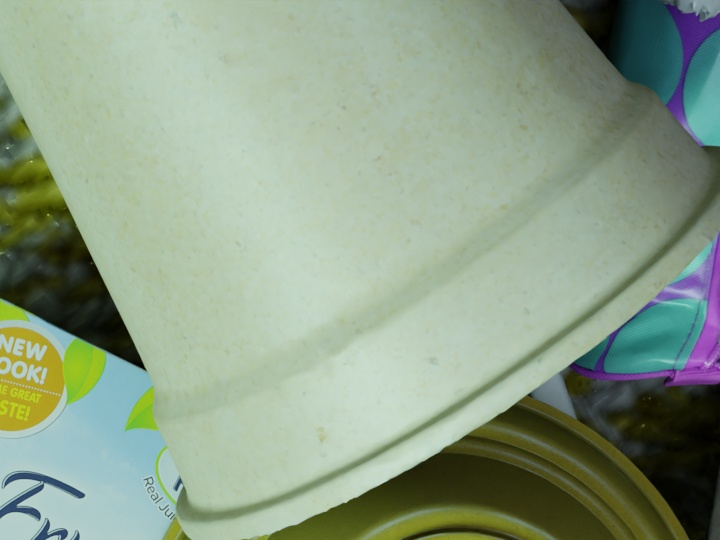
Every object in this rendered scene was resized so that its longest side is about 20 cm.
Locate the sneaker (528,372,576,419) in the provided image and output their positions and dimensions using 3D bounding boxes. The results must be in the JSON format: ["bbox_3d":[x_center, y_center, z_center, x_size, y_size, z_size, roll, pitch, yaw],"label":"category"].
[{"bbox_3d":[0.000,0.000,0.828,0.099,0.071,0.200,-31,114,7],"label":"sneaker"}]

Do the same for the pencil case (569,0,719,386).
[{"bbox_3d":[0.128,-0.058,0.824,0.085,0.092,0.201,3,104,-27],"label":"pencil case"}]

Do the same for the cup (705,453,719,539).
[{"bbox_3d":[0.199,0.111,0.859,0.143,0.200,0.201,10,105,9],"label":"cup"}]

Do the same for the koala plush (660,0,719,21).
[{"bbox_3d":[0.063,-0.178,0.737,0.184,0.177,0.201,-39,127,-48],"label":"koala plush"}]

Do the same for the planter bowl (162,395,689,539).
[{"bbox_3d":[0.027,0.129,0.721,0.199,0.083,0.201,1,80,-6],"label":"planter bowl"}]

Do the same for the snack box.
[{"bbox_3d":[-0.074,0.128,0.789,0.199,0.068,0.169,27,81,-1],"label":"snack box"}]

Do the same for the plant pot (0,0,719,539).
[{"bbox_3d":[-0.020,-0.052,0.682,0.200,0.200,0.184,-34,99,-2],"label":"plant pot"}]
